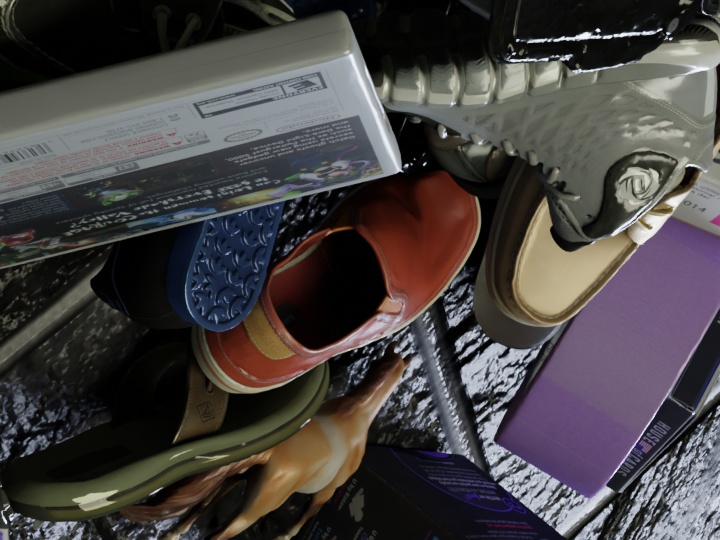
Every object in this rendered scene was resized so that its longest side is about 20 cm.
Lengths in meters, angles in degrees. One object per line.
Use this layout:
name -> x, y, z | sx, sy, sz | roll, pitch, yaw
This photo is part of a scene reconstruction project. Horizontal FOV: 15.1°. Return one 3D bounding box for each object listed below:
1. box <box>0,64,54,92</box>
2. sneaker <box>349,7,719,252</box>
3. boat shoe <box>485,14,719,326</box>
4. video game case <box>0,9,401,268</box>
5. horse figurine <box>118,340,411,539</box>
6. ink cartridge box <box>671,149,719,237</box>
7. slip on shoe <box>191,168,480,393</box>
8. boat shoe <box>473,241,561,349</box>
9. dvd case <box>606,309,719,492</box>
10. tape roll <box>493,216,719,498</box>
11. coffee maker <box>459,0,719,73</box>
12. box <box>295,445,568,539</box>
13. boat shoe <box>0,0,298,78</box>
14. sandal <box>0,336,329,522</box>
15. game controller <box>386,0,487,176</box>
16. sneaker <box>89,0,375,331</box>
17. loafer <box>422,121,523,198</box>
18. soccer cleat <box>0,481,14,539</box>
box -> -0.146, -0.117, 1.139 | 0.122, 0.048, 0.200 | 2, 118, -50
sneaker -> 0.067, -0.058, 1.237 | 0.200, 0.075, 0.116 | -4, 119, 5
boat shoe -> 0.129, -0.056, 1.310 | 0.074, 0.069, 0.200 | 28, 97, -21
video game case -> -0.090, -0.050, 1.125 | 0.200, 0.023, 0.182 | -14, 166, 4
horse figurine -> -0.046, 0.105, 1.430 | 0.133, 0.050, 0.200 | -49, 162, 20
ink cartridge box -> 0.221, -0.096, 1.413 | 0.075, 0.200, 0.165 | 136, -25, -72
slip on shoe -> 0.000, 0.000, 1.365 | 0.200, 0.074, 0.061 | -32, -178, -43
boat shoe -> 0.117, -0.054, 1.488 | 0.069, 0.072, 0.200 | -39, 143, -77
dvd case -> 0.206, 0.023, 1.587 | 0.200, 0.025, 0.150 | -58, 178, -25
tape roll -> 0.151, 0.025, 1.510 | 0.200, 0.066, 0.200 | -59, 178, -3
coffee maker -> 0.052, -0.175, 1.179 | 0.135, 0.200, 0.192 | -56, 148, 4
box -> 0.067, 0.196, 1.530 | 0.122, 0.200, 0.106 | 9, 113, -52
boat shoe -> -0.084, -0.102, 1.124 | 0.200, 0.064, 0.071 | 3, 118, -51
sandal -> -0.091, 0.066, 1.342 | 0.201, 0.080, 0.057 | -24, 111, -42
game controller -> 0.067, -0.140, 1.370 | 0.104, 0.042, 0.200 | -6, 125, -47
sneaker -> -0.063, -0.065, 1.270 | 0.070, 0.078, 0.200 | 44, 63, -42
loafer -> 0.104, -0.127, 1.341 | 0.200, 0.072, 0.063 | -55, 146, -2
soccer cleat -> -0.201, 0.123, 1.278 | 0.073, 0.068, 0.200 | -25, 138, -13
